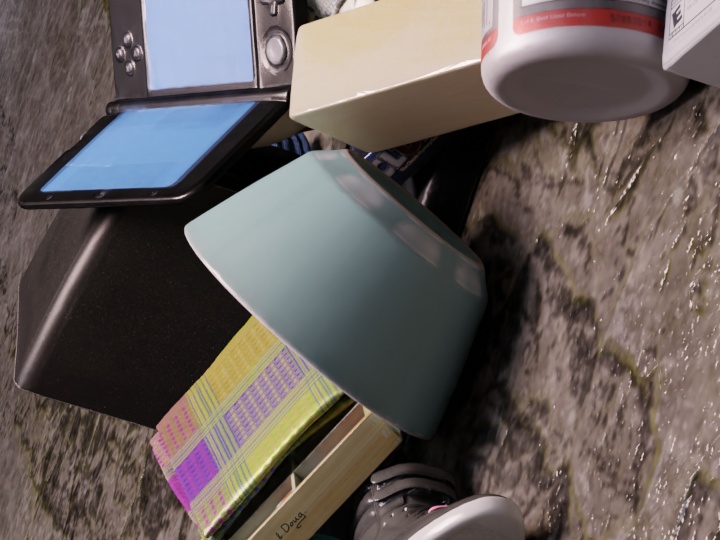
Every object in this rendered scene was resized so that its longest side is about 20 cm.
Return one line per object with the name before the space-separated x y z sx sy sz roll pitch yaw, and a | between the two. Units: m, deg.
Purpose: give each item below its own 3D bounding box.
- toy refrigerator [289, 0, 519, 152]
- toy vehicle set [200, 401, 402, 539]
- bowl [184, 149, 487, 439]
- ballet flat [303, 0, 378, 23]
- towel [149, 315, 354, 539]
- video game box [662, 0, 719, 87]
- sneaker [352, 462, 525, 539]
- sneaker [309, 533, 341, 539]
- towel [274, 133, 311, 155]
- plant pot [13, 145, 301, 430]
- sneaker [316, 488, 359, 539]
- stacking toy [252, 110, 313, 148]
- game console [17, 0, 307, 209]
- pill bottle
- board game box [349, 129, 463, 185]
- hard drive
toy refrigerator | 0.054 -0.133 1.626 0.200 0.076 0.070 -13 65 44
toy vehicle set | -0.055 0.154 1.660 0.200 0.027 0.124 -47 9 4
bowl | 0.000 0.000 1.650 0.105 0.201 0.201 -50 22 7
ballet flat | 0.030 -0.186 1.726 0.200 0.072 0.072 -33 42 41
towel | -0.070 0.091 1.732 0.144 0.023 0.200 -48 22 3
video game box | 0.224 -0.215 1.368 0.200 0.047 0.182 138 142 -58
sneaker | 0.038 0.146 1.558 0.200 0.071 0.099 126 149 -55
sneaker | -0.036 0.217 1.646 0.200 0.084 0.121 84 -164 -70
towel | -0.086 -0.007 2.089 0.112 0.049 0.200 -104 36 -57
plant pot | -0.123 -0.002 1.923 0.200 0.200 0.177 -104 34 -68
sneaker | -0.042 0.131 1.797 0.075 0.079 0.200 125 153 -44
stacking toy | -0.049 -0.149 1.952 0.200 0.146 0.146 18 -92 -69
game console | -0.137 -0.134 1.794 0.200 0.116 0.176 0 96 47
pill bottle | 0.126 -0.193 1.490 0.116 0.116 0.200 145 131 -62
board game box | 0.048 -0.157 1.772 0.135 0.035 0.200 -41 29 28
hard drive | 0.024 -0.048 1.828 0.200 0.033 0.140 -145 72 -71
